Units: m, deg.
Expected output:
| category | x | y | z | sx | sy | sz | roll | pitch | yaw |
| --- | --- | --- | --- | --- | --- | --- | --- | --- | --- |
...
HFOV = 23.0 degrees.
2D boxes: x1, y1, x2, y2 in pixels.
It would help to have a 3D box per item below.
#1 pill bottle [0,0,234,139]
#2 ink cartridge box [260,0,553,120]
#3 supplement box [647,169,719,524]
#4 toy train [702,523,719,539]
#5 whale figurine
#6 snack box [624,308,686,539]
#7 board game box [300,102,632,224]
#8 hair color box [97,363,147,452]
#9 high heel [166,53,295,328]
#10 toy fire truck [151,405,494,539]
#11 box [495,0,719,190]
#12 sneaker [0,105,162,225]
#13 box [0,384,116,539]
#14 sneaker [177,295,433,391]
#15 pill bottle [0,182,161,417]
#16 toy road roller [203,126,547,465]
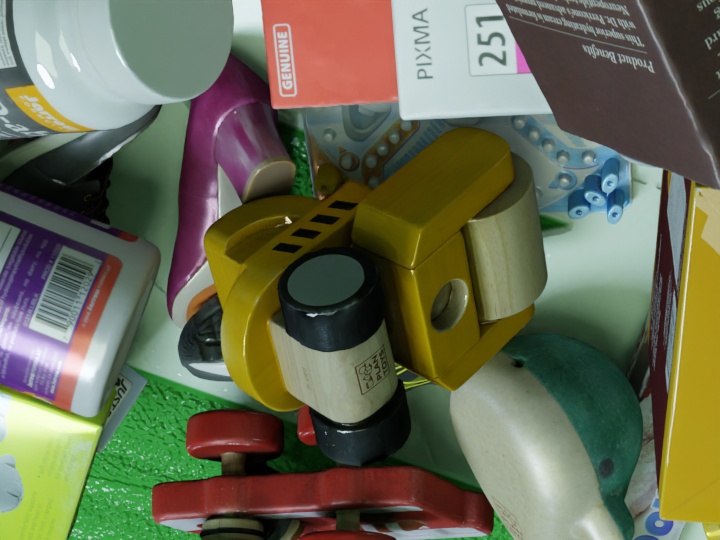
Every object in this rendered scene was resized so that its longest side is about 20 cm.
| category | x | y | z | sx | sy | sz | roll | pitch | yaw |
| --- | --- | --- | --- | --- | --- | --- | --- | --- | --- |
| pill bottle | -0.173 | -0.134 | 0.984 | 0.199 | 0.116 | 0.117 | -1 | 126 | 40 |
| ink cartridge box | 0.021 | -0.183 | 0.966 | 0.172 | 0.044 | 0.201 | -2 | 108 | 11 |
| supplement box | 0.233 | 0.004 | 0.966 | 0.132 | 0.200 | 0.198 | 3 | 118 | 5 |
| toy train | 0.303 | 0.142 | 1.144 | 0.149 | 0.056 | 0.201 | 15 | 124 | 2 |
| whale figurine | 0.134 | 0.128 | 1.136 | 0.103 | 0.159 | 0.201 | -31 | 124 | -17 |
| snack box | 0.196 | 0.114 | 1.165 | 0.071 | 0.024 | 0.201 | 15 | 124 | 2 |
| board game box | 0.057 | -0.115 | 1.042 | 0.199 | 0.026 | 0.201 | 0 | 123 | 12 |
| hair color box | -0.246 | 0.042 | 1.160 | 0.200 | 0.061 | 0.099 | 39 | 158 | -14 |
| high heel | -0.096 | -0.046 | 1.115 | 0.067 | 0.096 | 0.200 | -14 | 151 | -24 |
| toy fire truck | -0.027 | 0.159 | 1.174 | 0.199 | 0.113 | 0.168 | -8 | 159 | 22 |
| box | 0.157 | -0.178 | 0.862 | 0.164 | 0.166 | 0.201 | -36 | 116 | -11 |
| sneaker | -0.172 | -0.055 | 1.106 | 0.199 | 0.075 | 0.106 | -26 | 120 | 35 |
| box | -0.264 | 0.096 | 1.106 | 0.199 | 0.048 | 0.122 | 19 | 121 | -4 |
| sneaker | -0.015 | 0.054 | 1.121 | 0.199 | 0.075 | 0.085 | -6 | 135 | 0 |
| pill bottle | -0.228 | 0.001 | 1.047 | 0.199 | 0.112 | 0.112 | 22 | 125 | -2 |
| toy road roller | 0.000 | 0.000 | 1.033 | 0.146 | 0.200 | 0.123 | 28 | 144 | 39 |
